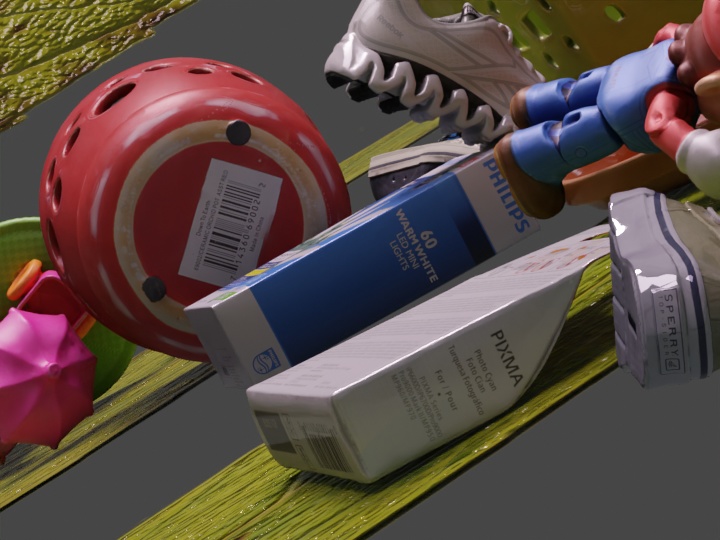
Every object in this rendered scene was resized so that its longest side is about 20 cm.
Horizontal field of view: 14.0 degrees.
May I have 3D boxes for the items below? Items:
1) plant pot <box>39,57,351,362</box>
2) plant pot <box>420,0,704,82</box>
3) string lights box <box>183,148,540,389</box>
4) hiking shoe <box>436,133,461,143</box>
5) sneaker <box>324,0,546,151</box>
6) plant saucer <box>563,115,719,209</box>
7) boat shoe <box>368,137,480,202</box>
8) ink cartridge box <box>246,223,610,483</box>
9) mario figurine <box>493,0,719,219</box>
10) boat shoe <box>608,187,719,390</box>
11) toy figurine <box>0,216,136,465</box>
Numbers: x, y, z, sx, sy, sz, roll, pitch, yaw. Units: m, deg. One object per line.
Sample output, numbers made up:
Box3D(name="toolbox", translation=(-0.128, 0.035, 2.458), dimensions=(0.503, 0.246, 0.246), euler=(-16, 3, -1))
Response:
Box3D(name="plant pot", translation=(-0.108, -0.038, 1.925), dimensions=(0.200, 0.201, 0.182), euler=(-29, 9, -5))
Box3D(name="plant pot", translation=(0.172, -0.178, 1.879), dimensions=(0.199, 0.182, 0.200), euler=(-31, 7, -19))
Box3D(name="string lights box", translation=(0.000, 0.000, 1.767), dimensions=(0.200, 0.059, 0.103), euler=(-30, 5, -13))
Box3D(name="hiking shoe", translation=(0.096, -0.105, 2.062), dimensions=(0.200, 0.087, 0.074), euler=(-28, 6, 9))
Box3D(name="sneaker", translation=(0.080, -0.112, 1.774), dimensions=(0.081, 0.200, 0.075), euler=(-69, 19, -8))
Box3D(name="plant saucer", translation=(0.206, -0.086, 1.688), dimensions=(0.200, 0.032, 0.200), euler=(-29, 5, 3))
Box3D(name="boat shoe", translation=(0.067, -0.057, 1.915), dimensions=(0.075, 0.062, 0.200), euler=(-10, 0, -26))
Box3D(name="ink cartridge box", translation=(0.058, 0.034, 1.352), dimensions=(0.200, 0.047, 0.160), euler=(-25, 5, -15))
Box3D(name="mario figurine", translation=(0.175, -0.080, 1.554), dimensions=(0.200, 0.124, 0.106), euler=(-21, -23, 37))
Box3D(name="boat shoe", translation=(0.132, 0.010, 1.151), dimensions=(0.062, 0.072, 0.200), euler=(-4, 11, 1))
Box3D(name="toy figurine", translation=(-0.246, 0.077, 2.027), dimensions=(0.200, 0.150, 0.184), euler=(-50, 12, 11))
